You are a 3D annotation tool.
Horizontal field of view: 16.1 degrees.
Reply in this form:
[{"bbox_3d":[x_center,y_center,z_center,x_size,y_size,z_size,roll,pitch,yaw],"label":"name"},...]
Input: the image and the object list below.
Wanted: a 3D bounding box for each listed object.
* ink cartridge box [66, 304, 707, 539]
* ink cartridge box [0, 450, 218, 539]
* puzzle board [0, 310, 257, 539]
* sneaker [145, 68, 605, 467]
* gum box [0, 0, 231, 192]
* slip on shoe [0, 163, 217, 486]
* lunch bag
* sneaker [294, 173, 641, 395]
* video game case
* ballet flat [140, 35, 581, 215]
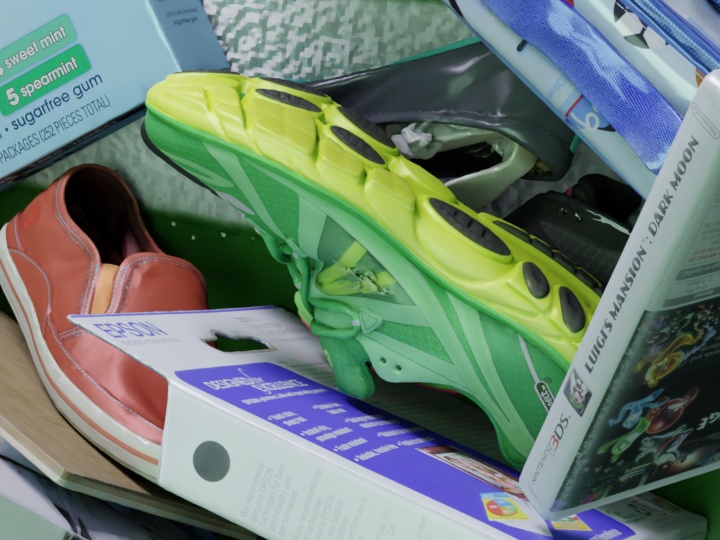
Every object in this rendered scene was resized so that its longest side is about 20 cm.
[{"bbox_3d":[0.011,0.071,0.922,0.200,0.198,0.043,27,99,19],"label":"ink cartridge box"},{"bbox_3d":[-0.133,0.111,0.957,0.200,0.145,0.084,34,92,-28],"label":"ink cartridge box"},{"bbox_3d":[-0.144,0.040,0.992,0.200,0.151,0.017,35,94,28],"label":"puzzle board"},{"bbox_3d":[0.000,0.000,0.897,0.200,0.074,0.084,36,110,6],"label":"sneaker"},{"bbox_3d":[-0.169,-0.135,1.048,0.170,0.045,0.200,-26,89,27],"label":"gum box"},{"bbox_3d":[-0.086,0.024,0.991,0.061,0.074,0.200,-55,41,16],"label":"slip on shoe"},{"bbox_3d":[0.103,-0.086,0.869,0.200,0.160,0.076,43,115,12],"label":"lunch bag"},{"bbox_3d":[0.073,0.006,0.959,0.200,0.077,0.084,0,86,19],"label":"sneaker"},{"bbox_3d":[0.159,-0.007,0.816,0.023,0.200,0.182,54,142,32],"label":"video game case"},{"bbox_3d":[-0.002,-0.044,0.965,0.200,0.073,0.073,-9,96,30],"label":"ballet flat"}]
